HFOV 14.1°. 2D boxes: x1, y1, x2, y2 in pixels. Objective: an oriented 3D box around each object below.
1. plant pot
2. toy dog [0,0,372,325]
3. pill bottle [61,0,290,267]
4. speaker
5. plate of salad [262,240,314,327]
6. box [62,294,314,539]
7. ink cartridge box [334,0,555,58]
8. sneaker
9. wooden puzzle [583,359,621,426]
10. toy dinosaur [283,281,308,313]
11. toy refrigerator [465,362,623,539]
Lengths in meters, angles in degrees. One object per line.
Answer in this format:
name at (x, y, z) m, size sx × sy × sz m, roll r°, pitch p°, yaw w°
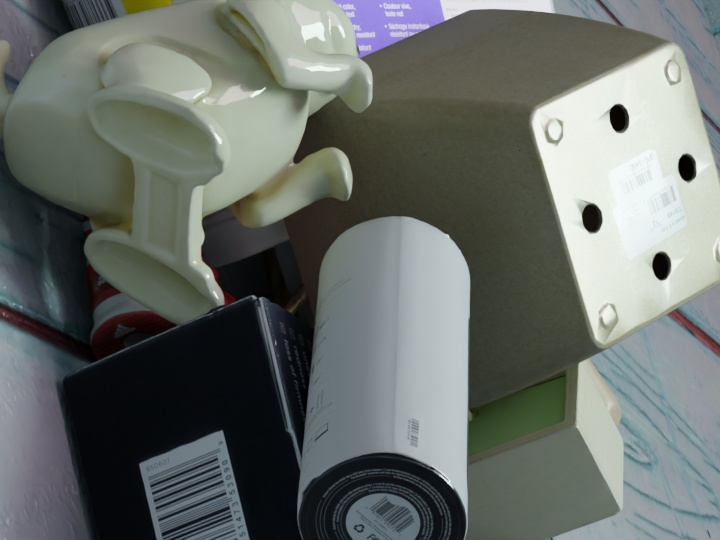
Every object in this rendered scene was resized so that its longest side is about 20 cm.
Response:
plant pot at (0.092, -0.037, 1.618) m, size 0.199 × 0.177 × 0.201 m, roll -26°, pitch 103°, yaw -41°
toy dog at (-0.082, -0.091, 1.515) m, size 0.200 × 0.193 × 0.140 m, roll -45°, pitch 142°, yaw -42°
pill bottle at (-0.092, -0.108, 1.656) m, size 0.201 × 0.109 × 0.109 m, roll 67°, pitch 17°, yaw -6°
speaker at (0.013, 0.059, 1.412) m, size 0.081 × 0.081 × 0.200 m, roll 59°, pitch 18°, yaw -29°
plate of salad at (-0.024, 0.010, 1.830) m, size 0.201 × 0.048 × 0.201 m, roll 58°, pitch 18°, yaw -31°
box at (-0.039, 0.144, 1.490) m, size 0.196 × 0.123 × 0.201 m, roll 32°, pitch 40°, yaw -61°
ink cartridge box at (0.042, -0.135, 1.749) m, size 0.197 × 0.043 × 0.201 m, roll -4°, pitch 80°, yaw -41°
sneaker at (-0.085, 0.013, 1.590) m, size 0.200 × 0.078 × 0.116 m, roll 42°, pitch 32°, yaw -59°
wooden puzzle at (0.071, 0.085, 1.789) m, size 0.185 × 0.037 × 0.201 m, roll -52°, pitch 124°, yaw -35°
toy dinosaur at (0.000, 0.000, 1.726) m, size 0.200 × 0.060 × 0.107 m, roll 35°, pitch 38°, yaw -63°
toy refrigerator at (0.044, 0.122, 1.642) m, size 0.070 × 0.199 × 0.076 m, roll 61°, pitch 19°, yaw -24°
